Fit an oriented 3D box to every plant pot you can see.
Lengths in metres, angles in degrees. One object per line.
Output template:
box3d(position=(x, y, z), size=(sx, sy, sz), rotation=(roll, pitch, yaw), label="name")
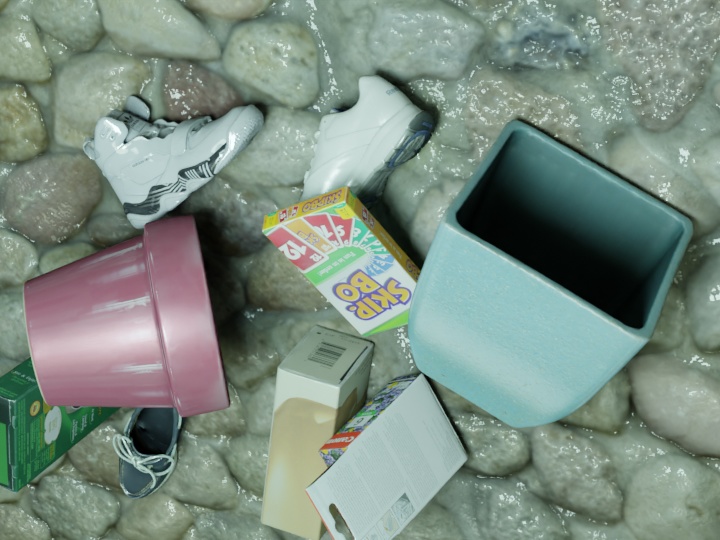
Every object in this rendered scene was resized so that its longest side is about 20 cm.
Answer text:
box3d(position=(-0.235, 0.056, 1.317), size=(0.179, 0.200, 0.200), rotation=(-10, 113, -6), label="plant pot")
box3d(position=(0.153, 0.025, 1.196), size=(0.196, 0.196, 0.200), rotation=(30, 131, 5), label="plant pot")

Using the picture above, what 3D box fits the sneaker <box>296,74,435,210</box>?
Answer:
box3d(position=(-0.012, -0.105, 1.273), size=(0.087, 0.074, 0.200), rotation=(51, 120, 13), label="sneaker")

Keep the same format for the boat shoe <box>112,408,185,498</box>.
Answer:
box3d(position=(-0.238, 0.193, 1.499), size=(0.075, 0.062, 0.200), rotation=(33, 122, 2), label="boat shoe")

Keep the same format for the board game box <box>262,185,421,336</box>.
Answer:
box3d(position=(0.000, 0.000, 1.284), size=(0.095, 0.030, 0.200), rotation=(-18, 137, 28), label="board game box")

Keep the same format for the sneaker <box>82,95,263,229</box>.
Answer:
box3d(position=(-0.194, -0.131, 1.317), size=(0.200, 0.075, 0.115), rotation=(-33, 102, 34), label="sneaker")

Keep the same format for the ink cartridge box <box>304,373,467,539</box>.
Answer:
box3d(position=(0.016, 0.203, 1.320), size=(0.050, 0.200, 0.109), rotation=(-14, 110, 47), label="ink cartridge box")

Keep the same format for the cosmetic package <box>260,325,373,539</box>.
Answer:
box3d(position=(-0.046, 0.172, 1.389), size=(0.071, 0.105, 0.200), rotation=(16, 121, 15), label="cosmetic package")

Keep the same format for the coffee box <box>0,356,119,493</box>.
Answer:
box3d(position=(-0.327, 0.138, 1.428), size=(0.044, 0.200, 0.123), rotation=(19, 121, 19), label="coffee box")
